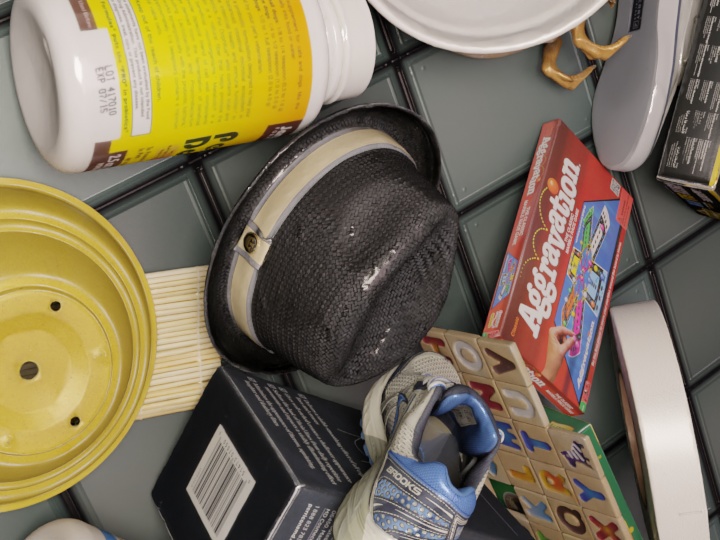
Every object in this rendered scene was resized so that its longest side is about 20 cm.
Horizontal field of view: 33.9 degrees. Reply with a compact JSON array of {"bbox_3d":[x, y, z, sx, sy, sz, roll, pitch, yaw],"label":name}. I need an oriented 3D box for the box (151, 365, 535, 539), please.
[{"bbox_3d":[-0.009,0.163,0.758,0.200,0.148,0.107,22,102,-31],"label":"box"}]

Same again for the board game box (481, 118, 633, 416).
[{"bbox_3d":[0.149,-0.005,0.868,0.103,0.019,0.200,40,53,-29],"label":"board game box"}]

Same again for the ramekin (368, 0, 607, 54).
[{"bbox_3d":[0.077,-0.249,0.742,0.200,0.105,0.201,-4,124,-6],"label":"ramekin"}]

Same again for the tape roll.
[{"bbox_3d":[0.221,0.123,0.882,0.037,0.203,0.203,-10,106,9],"label":"tape roll"}]

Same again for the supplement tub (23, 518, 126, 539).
[{"bbox_3d":[-0.126,0.246,0.722,0.200,0.132,0.132,34,80,-31],"label":"supplement tub"}]

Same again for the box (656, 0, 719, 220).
[{"bbox_3d":[0.295,-0.146,0.922,0.160,0.049,0.201,17,88,-63],"label":"box"}]

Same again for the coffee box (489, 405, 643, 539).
[{"bbox_3d":[0.157,0.187,0.889,0.044,0.123,0.200,-36,112,-19],"label":"coffee box"}]

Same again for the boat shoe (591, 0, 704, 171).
[{"bbox_3d":[0.233,-0.171,0.907,0.065,0.074,0.201,11,93,-27],"label":"boat shoe"}]

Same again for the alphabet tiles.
[{"bbox_3d":[0.107,0.126,0.821,0.008,0.167,0.200,-37,115,-27],"label":"alphabet tiles"}]

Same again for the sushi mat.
[{"bbox_3d":[-0.176,0.055,0.732,0.200,0.012,0.096,-9,101,-29],"label":"sushi mat"}]

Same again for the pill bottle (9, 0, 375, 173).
[{"bbox_3d":[-0.094,-0.126,0.696,0.200,0.109,0.110,-14,105,-28],"label":"pill bottle"}]

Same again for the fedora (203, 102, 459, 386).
[{"bbox_3d":[0.000,0.000,0.742,0.200,0.092,0.201,-28,140,-27],"label":"fedora"}]

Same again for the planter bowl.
[{"bbox_3d":[-0.195,0.050,0.663,0.200,0.083,0.201,-4,98,-30],"label":"planter bowl"}]

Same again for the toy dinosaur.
[{"bbox_3d":[0.132,-0.181,0.865,0.106,0.060,0.200,47,66,-3],"label":"toy dinosaur"}]

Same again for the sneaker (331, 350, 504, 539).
[{"bbox_3d":[0.048,0.097,0.676,0.077,0.200,0.085,35,115,-9],"label":"sneaker"}]
